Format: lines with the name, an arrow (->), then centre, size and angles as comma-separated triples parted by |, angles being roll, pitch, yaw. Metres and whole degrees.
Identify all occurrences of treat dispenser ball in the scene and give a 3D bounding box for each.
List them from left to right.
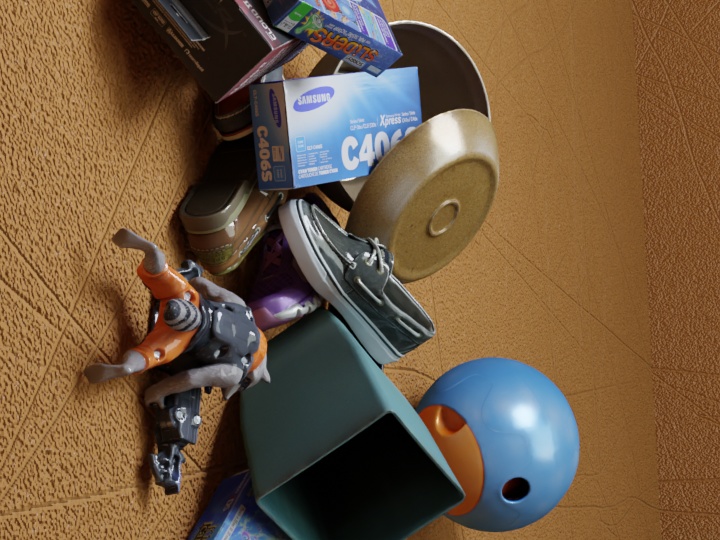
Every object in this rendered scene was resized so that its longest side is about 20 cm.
treat dispenser ball -> 0.155, 0.203, 1.984 | 0.201, 0.199, 0.203 | -4, 90, -70

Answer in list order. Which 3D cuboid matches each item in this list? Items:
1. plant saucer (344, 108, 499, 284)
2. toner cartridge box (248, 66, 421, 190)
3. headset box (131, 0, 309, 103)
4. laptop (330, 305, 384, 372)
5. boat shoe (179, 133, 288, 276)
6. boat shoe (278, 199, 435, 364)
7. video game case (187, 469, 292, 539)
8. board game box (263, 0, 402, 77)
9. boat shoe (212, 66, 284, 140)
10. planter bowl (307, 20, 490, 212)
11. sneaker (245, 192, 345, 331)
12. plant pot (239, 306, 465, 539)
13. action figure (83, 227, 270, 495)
plant saucer -> 0.069, -0.059, 1.625 | 0.200, 0.035, 0.201 | -32, 145, -26
toner cartridge box -> -0.018, -0.131, 1.550 | 0.199, 0.043, 0.096 | -15, 101, -51
headset box -> -0.115, -0.235, 1.436 | 0.149, 0.075, 0.200 | 50, 26, -3
laptop -> 0.014, 0.103, 1.764 | 0.200, 0.102, 0.178 | 58, 35, -52
boat shoe -> -0.103, -0.070, 1.542 | 0.200, 0.071, 0.068 | -52, 136, -46
boat shoe -> 0.000, 0.000, 1.562 | 0.200, 0.071, 0.072 | 50, 21, -34
video game case -> -0.087, 0.299, 1.445 | 0.182, 0.045, 0.200 | 56, 32, -18
board game box -> -0.048, -0.269, 1.461 | 0.135, 0.034, 0.201 | 20, 39, -46
boat shoe -> -0.101, -0.197, 1.563 | 0.201, 0.071, 0.063 | -75, 146, -46
planter bowl -> 0.012, -0.145, 1.710 | 0.199, 0.134, 0.202 | -2, 94, -34
sneaker -> -0.069, -0.012, 1.612 | 0.089, 0.080, 0.200 | 65, 28, -17
plant pot -> -0.025, 0.139, 1.533 | 0.142, 0.141, 0.200 | 50, 9, -39
action figure -> -0.136, 0.074, 1.371 | 0.193, 0.104, 0.202 | 23, 62, -57
